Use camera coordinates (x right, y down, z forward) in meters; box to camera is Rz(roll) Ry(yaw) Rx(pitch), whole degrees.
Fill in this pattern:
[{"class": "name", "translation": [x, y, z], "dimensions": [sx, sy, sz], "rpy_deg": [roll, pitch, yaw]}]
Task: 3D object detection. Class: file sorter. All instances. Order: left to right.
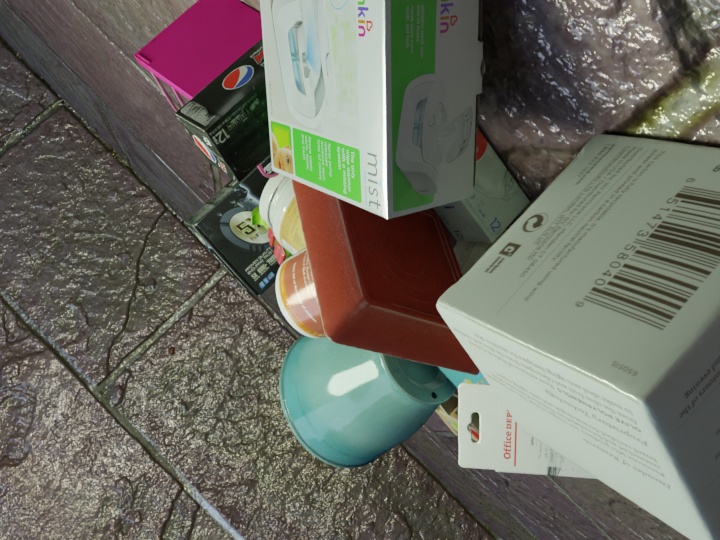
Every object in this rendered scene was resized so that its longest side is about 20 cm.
[{"class": "file sorter", "translation": [-0.151, -0.230, 0.925], "dimensions": [0.200, 0.139, 0.126], "rpy_deg": [37, 165, 29]}]

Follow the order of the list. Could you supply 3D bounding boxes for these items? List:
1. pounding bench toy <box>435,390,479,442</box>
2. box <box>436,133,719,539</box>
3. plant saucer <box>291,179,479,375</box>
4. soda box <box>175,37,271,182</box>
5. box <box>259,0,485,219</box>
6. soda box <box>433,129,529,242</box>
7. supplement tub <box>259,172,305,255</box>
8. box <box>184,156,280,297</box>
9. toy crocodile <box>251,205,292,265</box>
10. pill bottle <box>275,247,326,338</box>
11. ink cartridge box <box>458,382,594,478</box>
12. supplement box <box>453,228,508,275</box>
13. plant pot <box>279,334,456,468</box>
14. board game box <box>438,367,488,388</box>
[{"class": "pounding bench toy", "translation": [0.176, 0.170, 1.144], "dimensions": [0.200, 0.124, 0.156], "rpy_deg": [51, 165, -21]}, {"class": "box", "translation": [0.207, 0.037, 0.522], "dimensions": [0.172, 0.199, 0.200], "rpy_deg": [53, 166, -30]}, {"class": "plant saucer", "translation": [0.034, -0.010, 0.705], "dimensions": [0.198, 0.037, 0.202], "rpy_deg": [18, -134, -39]}, {"class": "soda box", "translation": [-0.078, -0.183, 0.718], "dimensions": [0.063, 0.200, 0.071], "rpy_deg": [34, 163, 41]}, {"class": "box", "translation": [0.005, -0.165, 0.586], "dimensions": [0.176, 0.096, 0.202], "rpy_deg": [30, 128, 49]}, {"class": "soda box", "translation": [0.078, -0.121, 0.728], "dimensions": [0.200, 0.063, 0.068], "rpy_deg": [50, 164, -18]}, {"class": "supplement tub", "translation": [-0.034, -0.063, 1.051], "dimensions": [0.200, 0.145, 0.145], "rpy_deg": [40, 165, 23]}, {"class": "box", "translation": [-0.165, -0.085, 1.250], "dimensions": [0.164, 0.200, 0.086], "rpy_deg": [51, 167, -21]}, {"class": "toy crocodile", "translation": [-0.106, -0.028, 1.148], "dimensions": [0.201, 0.061, 0.068], "rpy_deg": [58, 152, 24]}, {"class": "pill bottle", "translation": [0.000, 0.000, 0.879], "dimensions": [0.199, 0.113, 0.112], "rpy_deg": [-27, 113, 37]}, {"class": "ink cartridge box", "translation": [0.212, 0.167, 0.840], "dimensions": [0.068, 0.198, 0.117], "rpy_deg": [-61, -29, -67]}, {"class": "supplement box", "translation": [0.170, 0.038, 0.757], "dimensions": [0.073, 0.127, 0.199], "rpy_deg": [30, 180, -42]}, {"class": "plant pot", "translation": [0.025, 0.139, 0.974], "dimensions": [0.200, 0.200, 0.188], "rpy_deg": [47, 135, -9]}, {"class": "board game box", "translation": [0.194, 0.113, 0.887], "dimensions": [0.200, 0.151, 0.047], "rpy_deg": [48, -158, -7]}]
